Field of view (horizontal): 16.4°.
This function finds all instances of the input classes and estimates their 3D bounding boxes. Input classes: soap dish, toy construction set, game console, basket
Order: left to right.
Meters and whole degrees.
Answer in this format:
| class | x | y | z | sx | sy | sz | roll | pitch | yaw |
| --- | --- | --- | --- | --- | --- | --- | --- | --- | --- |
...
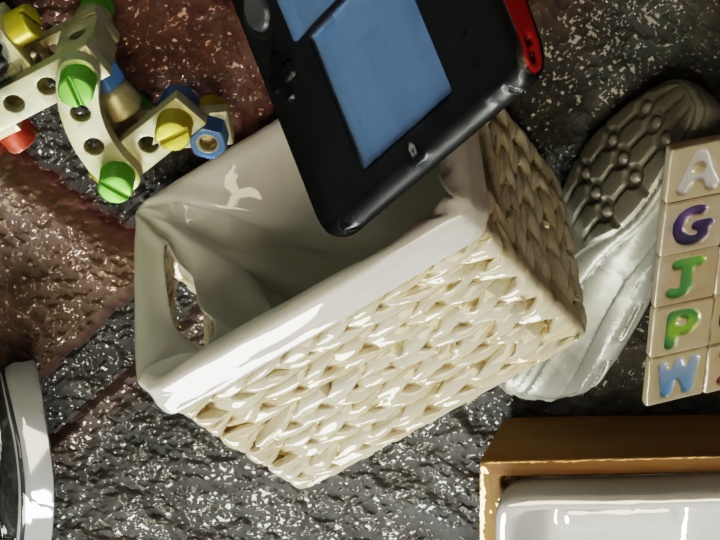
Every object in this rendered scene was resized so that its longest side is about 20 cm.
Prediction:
| class | x | y | z | sx | sy | sz | roll | pitch | yaw |
| --- | --- | --- | --- | --- | --- | --- | --- | --- | --- |
| toy construction set | -0.174 | -0.062 | 1.233 | 0.200 | 0.092 | 0.131 | -33 | 123 | 11 |
| game console | 0.000 | -0.126 | 1.098 | 0.031 | 0.177 | 0.200 | -10 | 165 | -29 |
| basket | 0.000 | 0.000 | 1.245 | 0.200 | 0.136 | 0.123 | -29 | 132 | 23 |
| soap dish | 0.145 | 0.167 | 1.414 | 0.157 | 0.081 | 0.200 | -2 | 129 | 1 |

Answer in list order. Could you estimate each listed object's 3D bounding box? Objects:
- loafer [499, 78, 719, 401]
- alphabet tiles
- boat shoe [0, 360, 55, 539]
| class | x | y | z | sx | sy | sz | roll | pitch | yaw |
| --- | --- | --- | --- | --- | --- | --- | --- | --- | --- |
| loafer | 0.134 | -0.013 | 1.284 | 0.070 | 0.070 | 0.200 | 10 | 129 | -30 |
| alphabet tiles | 0.241 | -0.014 | 1.274 | 0.199 | 0.008 | 0.168 | -12 | 130 | -14 |
| boat shoe | -0.210 | 0.129 | 1.392 | 0.068 | 0.074 | 0.200 | -3 | 140 | -16 |
